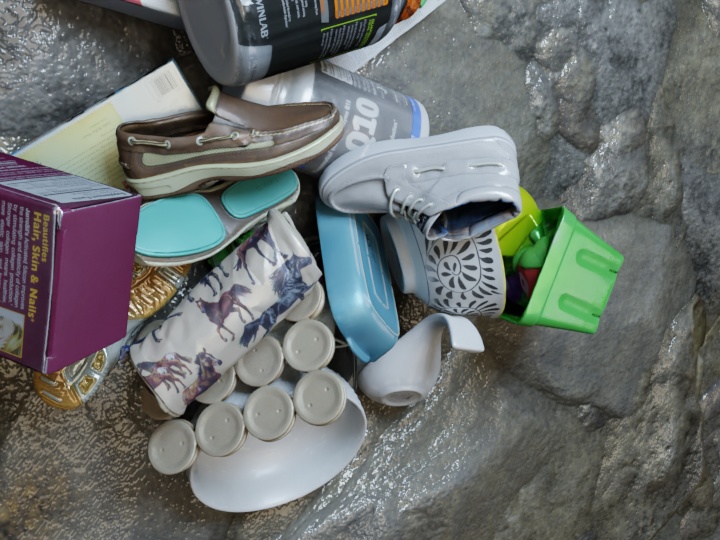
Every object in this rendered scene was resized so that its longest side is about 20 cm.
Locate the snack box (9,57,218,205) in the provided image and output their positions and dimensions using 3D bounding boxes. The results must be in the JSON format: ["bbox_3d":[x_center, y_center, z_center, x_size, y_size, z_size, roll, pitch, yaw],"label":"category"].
[{"bbox_3d":[-0.229,-0.096,0.698,0.199,0.037,0.117,-31,113,-4],"label":"snack box"}]

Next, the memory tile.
[{"bbox_3d":[-0.117,0.094,0.707,0.198,0.017,0.155,-19,68,7],"label":"memory tile"}]

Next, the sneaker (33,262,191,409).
[{"bbox_3d":[-0.240,0.037,0.719,0.075,0.088,0.201,40,79,-11],"label":"sneaker"}]

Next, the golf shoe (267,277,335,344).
[{"bbox_3d":[-0.116,0.074,0.778,0.198,0.076,0.092,-24,132,6],"label":"golf shoe"}]

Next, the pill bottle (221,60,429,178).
[{"bbox_3d":[-0.039,-0.153,0.764,0.198,0.114,0.115,16,93,-27],"label":"pill bottle"}]

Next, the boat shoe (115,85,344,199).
[{"bbox_3d":[-0.114,-0.122,0.648,0.200,0.075,0.076,-17,126,-5],"label":"boat shoe"}]

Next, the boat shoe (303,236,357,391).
[{"bbox_3d":[-0.035,0.065,0.842,0.071,0.067,0.203,-15,109,-26],"label":"boat shoe"}]

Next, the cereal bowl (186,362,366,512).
[{"bbox_3d":[-0.097,0.167,0.801,0.198,0.084,0.202,-17,137,-16],"label":"cereal bowl"}]

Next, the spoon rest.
[{"bbox_3d":[0.067,0.103,0.853,0.098,0.200,0.061,11,57,-25],"label":"spoon rest"}]

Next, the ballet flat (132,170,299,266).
[{"bbox_3d":[-0.139,-0.044,0.697,0.199,0.062,0.068,-26,79,-36],"label":"ballet flat"}]

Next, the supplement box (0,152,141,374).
[{"bbox_3d":[-0.292,-0.020,0.599,0.103,0.198,0.133,-31,136,-67],"label":"supplement box"}]

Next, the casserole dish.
[{"bbox_3d":[0.000,0.000,0.784,0.038,0.202,0.121,-21,143,15],"label":"casserole dish"}]

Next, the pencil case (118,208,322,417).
[{"bbox_3d":[-0.121,0.034,0.678,0.200,0.089,0.078,-44,137,-4],"label":"pencil case"}]

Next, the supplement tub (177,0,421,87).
[{"bbox_3d":[-0.048,-0.244,0.649,0.198,0.122,0.124,-25,111,-27],"label":"supplement tub"}]

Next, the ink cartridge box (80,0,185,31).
[{"bbox_3d":[-0.191,-0.335,0.664,0.144,0.083,0.203,8,97,-28],"label":"ink cartridge box"}]

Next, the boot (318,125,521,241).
[{"bbox_3d":[0.053,-0.071,0.705,0.197,0.097,0.074,-13,141,15],"label":"boot"}]

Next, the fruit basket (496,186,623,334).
[{"bbox_3d":[0.179,-0.022,0.874,0.214,0.215,0.157,22,90,-29],"label":"fruit basket"}]

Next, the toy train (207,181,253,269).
[{"bbox_3d":[-0.146,-0.053,0.774,0.056,0.042,0.202,-20,110,-12],"label":"toy train"}]

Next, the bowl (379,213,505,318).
[{"bbox_3d":[0.078,-0.031,0.822,0.093,0.201,0.203,-17,109,-7],"label":"bowl"}]

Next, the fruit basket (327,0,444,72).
[{"bbox_3d":[-0.014,-0.312,0.769,0.199,0.094,0.186,-35,124,4],"label":"fruit basket"}]
